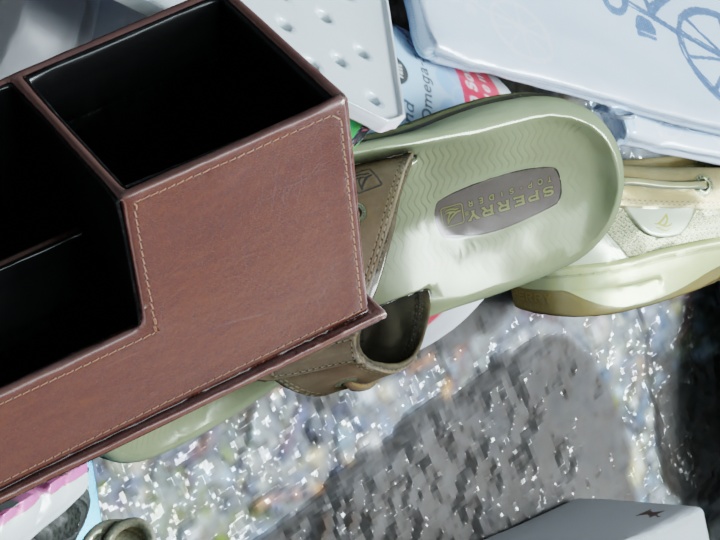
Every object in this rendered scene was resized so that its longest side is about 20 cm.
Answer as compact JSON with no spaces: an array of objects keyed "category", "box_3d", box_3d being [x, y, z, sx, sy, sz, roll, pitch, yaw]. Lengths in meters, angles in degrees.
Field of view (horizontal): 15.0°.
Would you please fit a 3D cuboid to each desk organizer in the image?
[{"category":"desk organizer","box_3d":[-0.098,0.006,0.711,0.200,0.072,0.077,-26,134,-21]}]

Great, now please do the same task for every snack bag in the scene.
[{"category":"snack bag","box_3d":[0.071,-0.122,0.985,0.200,0.021,0.189,10,49,-37]}]

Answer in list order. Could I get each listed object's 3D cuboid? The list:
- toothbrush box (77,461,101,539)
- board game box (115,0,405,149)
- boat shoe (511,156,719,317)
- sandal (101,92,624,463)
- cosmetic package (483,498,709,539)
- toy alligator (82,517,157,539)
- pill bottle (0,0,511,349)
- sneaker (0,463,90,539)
[{"category":"toothbrush box","box_3d":[-0.148,0.154,0.817,0.146,0.085,0.201,-13,96,-38]},{"category":"board game box","box_3d":[-0.083,-0.136,0.824,0.200,0.026,0.200,25,34,-25]},{"category":"boat shoe","box_3d":[0.139,-0.034,1.063,0.200,0.073,0.063,-16,104,-30]},{"category":"sandal","box_3d":[0.001,-0.001,0.834,0.200,0.057,0.080,-24,122,-19]},{"category":"cosmetic package","box_3d":[0.090,0.196,1.016,0.101,0.071,0.201,-18,100,-37]},{"category":"toy alligator","box_3d":[-0.095,0.169,0.776,0.054,0.059,0.201,75,34,-68]},{"category":"pill bottle","box_3d":[-0.049,-0.049,0.887,0.200,0.109,0.109,22,76,-36]},{"category":"sneaker","box_3d":[-0.155,0.114,0.726,0.200,0.080,0.087,-33,130,-32]}]
